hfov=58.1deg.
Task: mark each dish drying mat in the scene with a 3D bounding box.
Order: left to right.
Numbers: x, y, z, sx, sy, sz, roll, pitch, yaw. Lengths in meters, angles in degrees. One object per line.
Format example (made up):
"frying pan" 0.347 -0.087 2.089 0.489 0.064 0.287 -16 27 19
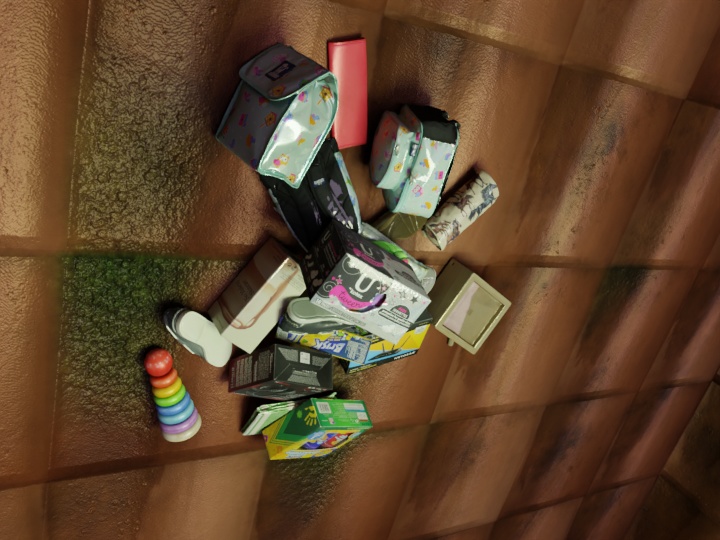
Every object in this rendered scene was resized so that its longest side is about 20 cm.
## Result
"dish drying mat" -0.023 -0.330 1.221 0.076 0.018 0.202 -17 126 -23

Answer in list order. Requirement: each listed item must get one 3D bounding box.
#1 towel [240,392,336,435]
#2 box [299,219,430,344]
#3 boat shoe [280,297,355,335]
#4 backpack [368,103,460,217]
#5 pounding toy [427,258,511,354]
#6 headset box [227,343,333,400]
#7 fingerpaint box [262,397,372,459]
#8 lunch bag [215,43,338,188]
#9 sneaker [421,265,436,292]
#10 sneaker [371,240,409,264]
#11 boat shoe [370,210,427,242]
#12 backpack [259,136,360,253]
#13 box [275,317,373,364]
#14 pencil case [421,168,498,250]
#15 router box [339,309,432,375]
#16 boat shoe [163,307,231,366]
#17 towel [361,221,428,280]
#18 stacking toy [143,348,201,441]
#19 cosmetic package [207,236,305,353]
"towel" -0.165 0.331 1.490 0.198 0.024 0.153 -6 150 -32
"box" 0.008 0.021 1.164 0.199 0.133 0.115 28 110 -28
"boat shoe" -0.070 0.091 1.304 0.198 0.076 0.060 6 138 -34
"backpack" 0.098 -0.210 1.272 0.151 0.176 0.202 0 118 -14
"pounding toy" 0.248 0.102 1.602 0.199 0.142 0.185 34 94 -32
"headset box" -0.174 0.219 1.361 0.148 0.078 0.199 18 151 -38
"fingerpaint box" -0.096 0.367 1.497 0.166 0.074 0.199 -36 150 24
"lunch bag" -0.135 -0.268 1.083 0.121 0.170 0.202 14 109 -45
"sneaker" 0.090 0.046 1.466 0.198 0.075 0.082 -28 169 -15
"sneaker" 0.000 0.000 1.285 0.197 0.078 0.084 -14 152 -8
"boat shoe" 0.060 -0.092 1.402 0.200 0.063 0.074 -38 124 -16
"backpack" -0.074 -0.121 1.219 0.162 0.154 0.202 -28 90 2
"box" -0.074 0.130 1.369 0.197 0.070 0.065 18 112 -1
"pencil case" 0.223 -0.138 1.453 0.200 0.089 0.078 -43 127 -5
"router box" 0.057 0.162 1.521 0.198 0.051 0.150 -14 143 -24
"boat shoe" -0.320 0.129 1.287 0.073 0.061 0.200 -65 152 -20
"towel" 0.018 0.011 1.350 0.199 0.048 0.171 34 111 -26
"stacking toy" -0.382 0.243 1.301 0.084 0.085 0.202 -20 122 -21
"cosmetic package" -0.198 0.048 1.283 0.201 0.103 0.087 -50 130 1
